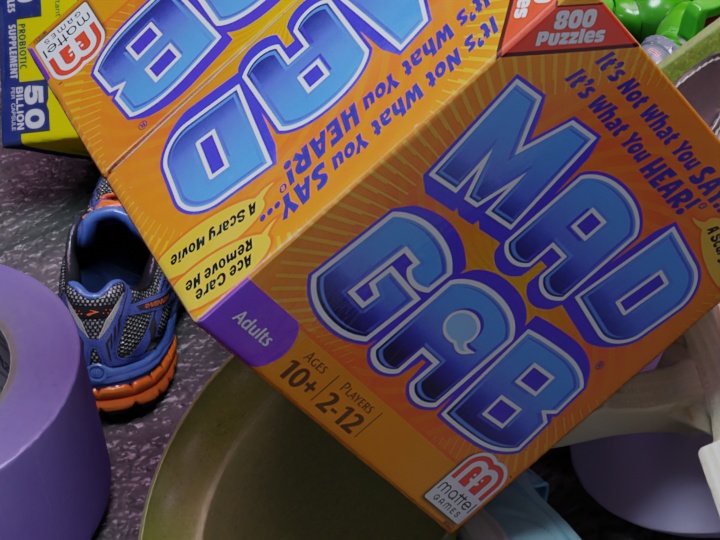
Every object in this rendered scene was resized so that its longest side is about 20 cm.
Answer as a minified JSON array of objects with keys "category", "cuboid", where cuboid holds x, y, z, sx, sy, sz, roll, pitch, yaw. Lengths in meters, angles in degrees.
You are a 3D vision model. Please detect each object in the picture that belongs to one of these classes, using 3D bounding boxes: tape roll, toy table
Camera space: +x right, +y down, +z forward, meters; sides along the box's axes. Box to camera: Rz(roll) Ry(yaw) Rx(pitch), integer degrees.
[{"category":"tape roll","cuboid":[-0.227,0.086,1.370,0.199,0.085,0.200,-6,37,4]},{"category":"toy table","cuboid":[0.170,0.045,1.273,0.200,0.117,0.184,-36,66,16]}]

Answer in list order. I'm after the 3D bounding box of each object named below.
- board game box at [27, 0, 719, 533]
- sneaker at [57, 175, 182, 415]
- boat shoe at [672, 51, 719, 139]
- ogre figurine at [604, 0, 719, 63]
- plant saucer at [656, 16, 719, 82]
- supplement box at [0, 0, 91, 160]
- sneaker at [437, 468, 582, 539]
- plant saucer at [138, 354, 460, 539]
[{"category":"board game box","cuboid":[0.020,-0.055,1.187,0.200,0.200,0.200,-41,45,7]},{"category":"sneaker","cuboid":[-0.122,-0.010,1.500,0.075,0.079,0.200,-4,36,3]},{"category":"boat shoe","cuboid":[0.125,-0.038,1.387,0.200,0.072,0.072,-48,35,-3]},{"category":"ogre figurine","cuboid":[0.174,-0.103,1.565,0.120,0.098,0.200,-34,39,-24]},{"category":"plant saucer","cuboid":[0.169,-0.023,1.433,0.200,0.048,0.200,-36,37,15]},{"category":"supplement box","cuboid":[-0.092,-0.127,1.567,0.200,0.109,0.109,-5,-4,23]},{"category":"sneaker","cuboid":[0.042,0.108,1.328,0.082,0.074,0.200,0,30,-30]},{"category":"plant saucer","cuboid":[-0.019,0.105,1.288,0.200,0.031,0.200,-25,47,31]}]
